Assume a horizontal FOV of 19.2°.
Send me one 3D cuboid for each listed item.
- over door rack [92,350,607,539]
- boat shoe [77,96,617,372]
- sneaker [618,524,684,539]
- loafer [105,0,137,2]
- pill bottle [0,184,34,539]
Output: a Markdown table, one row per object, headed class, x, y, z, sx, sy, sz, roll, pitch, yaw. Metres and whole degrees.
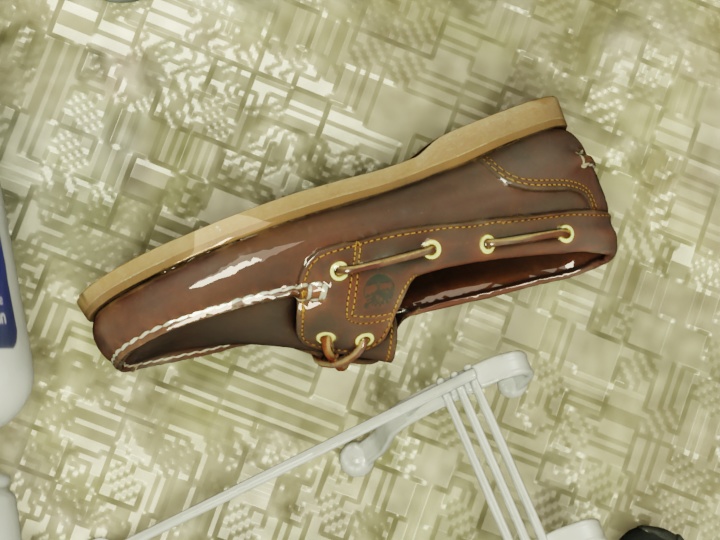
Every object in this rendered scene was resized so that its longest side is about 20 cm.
| class | x | y | z | sx | sy | sz | roll | pitch | yaw |
| --- | --- | --- | --- | --- | --- | --- | --- | --- | --- |
| over door rack | -0.006 | 0.132 | 0.750 | 0.200 | 0.067 | 0.148 | -23 | 70 | 1 |
| boat shoe | 0.000 | 0.000 | 0.776 | 0.200 | 0.070 | 0.070 | -21 | 83 | -12 |
| sneaker | 0.081 | 0.191 | 0.767 | 0.087 | 0.076 | 0.200 | 4 | 82 | -3 |
| loafer | -0.058 | -0.193 | 0.791 | 0.075 | 0.070 | 0.200 | 28 | 79 | -5 |
| pill bottle | -0.175 | 0.009 | 0.720 | 0.120 | 0.120 | 0.200 | -10 | 84 | -11 |
